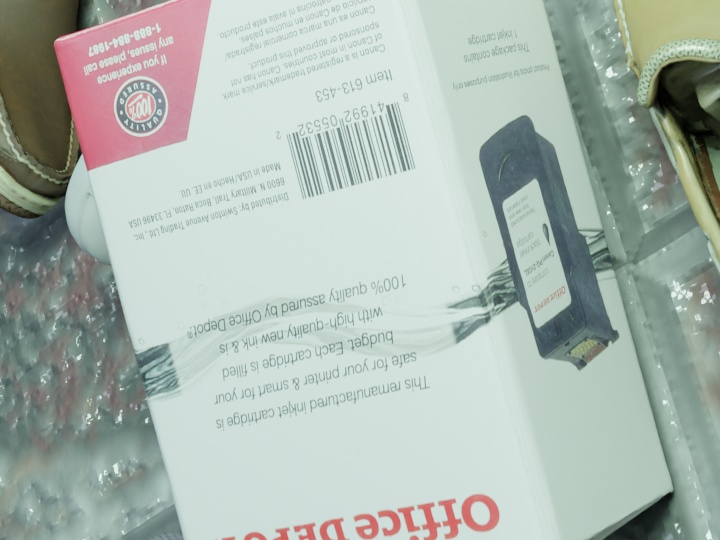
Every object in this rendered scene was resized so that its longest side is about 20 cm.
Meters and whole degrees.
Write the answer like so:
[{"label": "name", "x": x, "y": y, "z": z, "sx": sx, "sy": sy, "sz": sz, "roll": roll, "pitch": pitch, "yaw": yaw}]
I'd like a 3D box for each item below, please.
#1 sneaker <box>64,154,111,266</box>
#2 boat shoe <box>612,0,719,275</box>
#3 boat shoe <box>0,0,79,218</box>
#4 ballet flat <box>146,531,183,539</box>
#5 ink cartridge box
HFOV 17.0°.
[{"label": "sneaker", "x": -0.032, "y": -0.038, "z": 0.877, "sx": 0.200, "sy": 0.073, "sz": 0.085, "roll": -33, "pitch": 57, "yaw": 31}, {"label": "boat shoe", "x": 0.115, "y": -0.061, "z": 0.744, "sx": 0.072, "sy": 0.076, "sz": 0.200, "roll": -41, "pitch": 55, "yaw": 28}, {"label": "boat shoe", "x": -0.148, "y": -0.119, "z": 1.008, "sx": 0.075, "sy": 0.075, "sz": 0.203, "roll": -35, "pitch": 57, "yaw": 24}, {"label": "ballet flat", "x": -0.099, "y": 0.182, "z": 0.866, "sx": 0.072, "sy": 0.072, "sz": 0.201, "roll": 12, "pitch": 66, "yaw": 44}, {"label": "ink cartridge box", "x": 0.000, "y": 0.000, "z": 0.783, "sx": 0.144, "sy": 0.084, "sz": 0.201, "roll": -14, "pitch": 92, "yaw": 37}]
